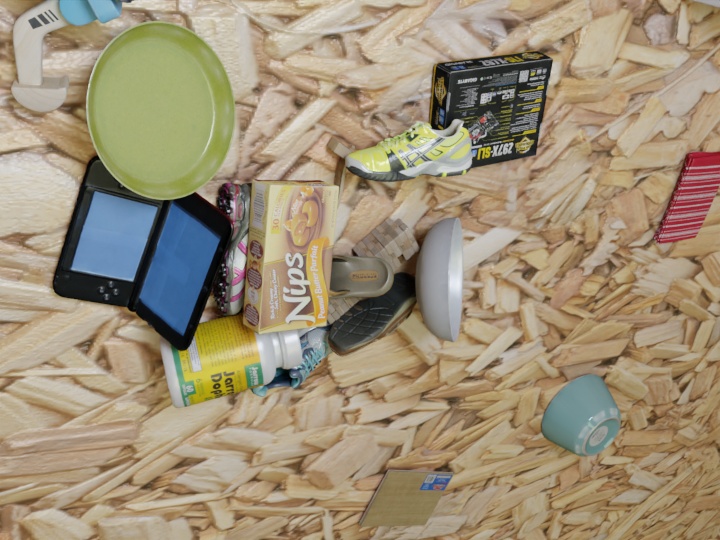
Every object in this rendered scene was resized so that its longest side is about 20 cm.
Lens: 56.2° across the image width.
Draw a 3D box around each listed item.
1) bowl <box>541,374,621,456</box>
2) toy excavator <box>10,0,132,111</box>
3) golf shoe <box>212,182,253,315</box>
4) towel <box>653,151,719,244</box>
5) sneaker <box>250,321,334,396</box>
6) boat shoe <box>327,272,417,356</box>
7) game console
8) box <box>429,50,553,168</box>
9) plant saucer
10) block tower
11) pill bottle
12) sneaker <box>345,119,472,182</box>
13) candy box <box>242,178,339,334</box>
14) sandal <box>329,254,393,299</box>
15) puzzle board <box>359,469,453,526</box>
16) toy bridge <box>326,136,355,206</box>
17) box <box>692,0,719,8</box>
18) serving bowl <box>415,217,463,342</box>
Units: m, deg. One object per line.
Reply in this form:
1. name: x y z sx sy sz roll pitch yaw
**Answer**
1. bowl: 0.541 0.361 1.606 0.196 0.105 0.205 -16 126 -23
2. toy excavator: -0.313 -0.290 0.711 0.195 0.101 0.197 -21 130 0
3. golf shoe: -0.163 -0.025 0.966 0.090 0.073 0.205 -3 119 -31
4. towel: 0.706 -0.156 1.433 0.141 0.023 0.204 -8 124 -29
5. sneaker: -0.099 0.151 1.104 0.196 0.086 0.079 -22 129 -16
6. boat shoe: 0.030 0.085 1.128 0.198 0.075 0.075 -34 144 -30
7. game console: -0.283 -0.017 0.869 0.169 0.119 0.204 13 112 -36
8. box: 0.201 -0.249 1.057 0.195 0.049 0.163 -15 128 -23
9. plant saucer: -0.238 -0.189 0.807 0.197 0.031 0.206 -16 112 -44
10. block tower: 0.000 0.000 1.090 0.198 0.054 0.058 -38 130 -3
11. pill bottle: -0.191 0.125 1.005 0.195 0.113 0.115 -13 125 -16
12. sneaker: 0.070 -0.177 0.983 0.195 0.076 0.078 -10 116 -17
13. candy box: -0.097 -0.021 0.938 0.113 0.055 0.206 -4 107 -37
14. sandal: -0.046 0.013 1.026 0.194 0.083 0.054 -6 171 3
15. puzzle board: 0.103 0.502 1.493 0.197 0.017 0.153 14 110 -37
16. toy bridge: -0.065 -0.101 1.005 0.067 0.027 0.202 26 103 -41
17. box: 0.644 -0.515 1.052 0.128 0.200 0.203 -14 125 -20
18. serving bowl: 0.129 0.014 1.115 0.064 0.202 0.204 1 128 15
